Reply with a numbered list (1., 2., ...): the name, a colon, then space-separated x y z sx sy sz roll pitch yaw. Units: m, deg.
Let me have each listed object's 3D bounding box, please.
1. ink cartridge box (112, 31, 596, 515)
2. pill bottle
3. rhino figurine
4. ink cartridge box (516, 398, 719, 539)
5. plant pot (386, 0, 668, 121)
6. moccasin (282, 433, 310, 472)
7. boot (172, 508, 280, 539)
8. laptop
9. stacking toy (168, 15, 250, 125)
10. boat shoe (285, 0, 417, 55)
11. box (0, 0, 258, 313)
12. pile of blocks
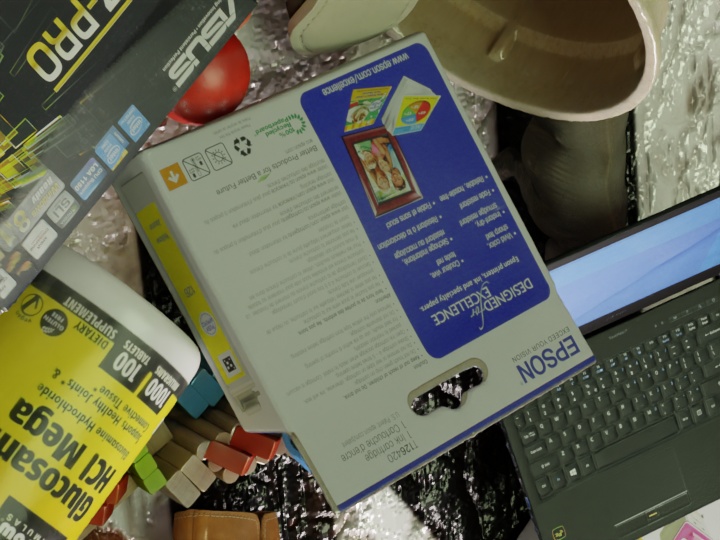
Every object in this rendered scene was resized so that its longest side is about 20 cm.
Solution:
1. ink cartridge box: 0.000 0.000 1.246 0.198 0.047 0.200 -26 90 -38
2. pill bottle: -0.177 0.090 1.198 0.200 0.112 0.112 -55 130 -9
3. rhino figurine: 0.119 -0.048 1.401 0.060 0.087 0.200 -29 132 -24
4. ink cartridge box: 0.181 0.181 1.537 0.145 0.085 0.200 43 76 -40
5. plant pot: 0.107 -0.211 1.284 0.184 0.200 0.200 -56 132 -23
6. moccasin: 0.024 0.024 1.331 0.080 0.068 0.200 33 62 -36
7. boot: -0.053 0.212 1.370 0.200 0.074 0.155 35 49 -71
8. laptop: 0.174 0.059 1.404 0.177 0.103 0.200 -22 101 -20
9. stacking toy: -0.082 -0.167 1.213 0.085 0.085 0.200 -13 120 -35
10. boat shoe: -0.012 -0.162 1.223 0.072 0.200 0.060 -21 78 -5
11. box: -0.158 -0.105 1.104 0.200 0.049 0.161 -51 133 -13
12. pile of blocks: -0.089 0.084 1.301 0.200 0.062 0.082 -20 117 -33
